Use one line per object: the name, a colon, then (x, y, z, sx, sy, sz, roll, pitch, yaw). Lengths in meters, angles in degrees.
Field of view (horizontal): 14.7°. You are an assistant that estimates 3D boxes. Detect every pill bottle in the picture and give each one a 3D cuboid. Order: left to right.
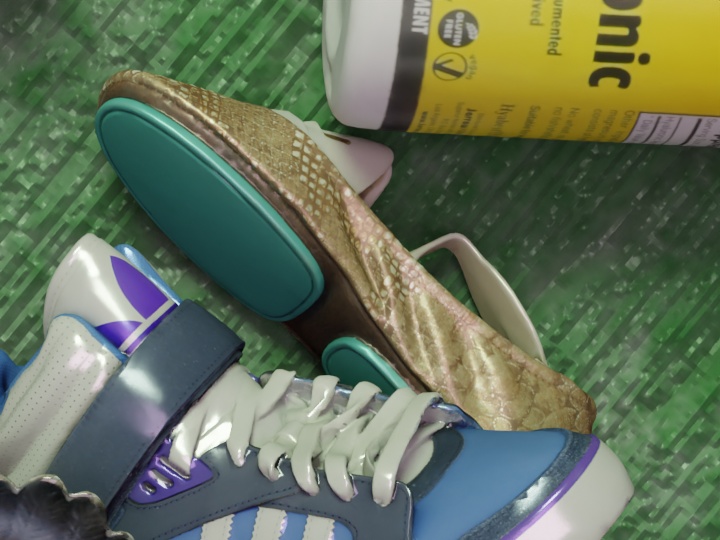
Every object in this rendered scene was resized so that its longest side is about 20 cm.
pill bottle: (0.091, -0.095, 0.868, 0.199, 0.111, 0.112, 2, 94, -7)

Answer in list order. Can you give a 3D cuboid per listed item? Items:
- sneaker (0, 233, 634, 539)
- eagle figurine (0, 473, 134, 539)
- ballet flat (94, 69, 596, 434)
sneaker: (-0.033, 0.048, 0.846, 0.199, 0.081, 0.147, -23, 105, 34)
eagle figurine: (-0.151, 0.122, 0.838, 0.151, 0.151, 0.200, 36, 90, -8)
ballet flat: (0.000, 0.000, 0.898, 0.200, 0.070, 0.065, 48, 61, -10)
